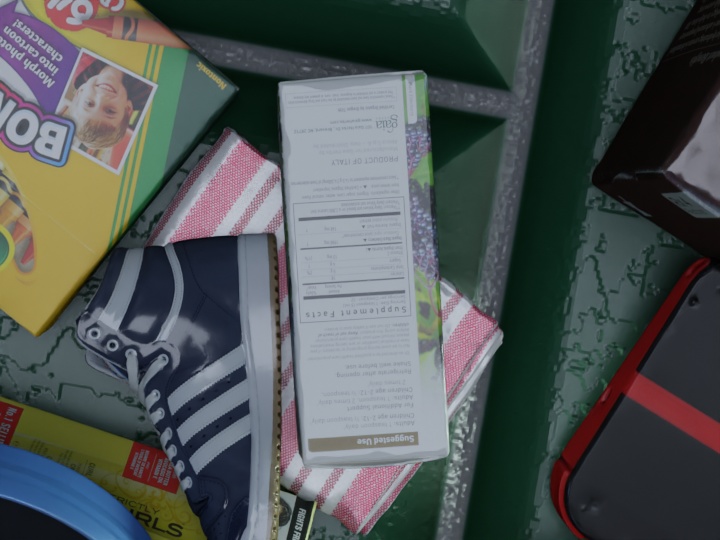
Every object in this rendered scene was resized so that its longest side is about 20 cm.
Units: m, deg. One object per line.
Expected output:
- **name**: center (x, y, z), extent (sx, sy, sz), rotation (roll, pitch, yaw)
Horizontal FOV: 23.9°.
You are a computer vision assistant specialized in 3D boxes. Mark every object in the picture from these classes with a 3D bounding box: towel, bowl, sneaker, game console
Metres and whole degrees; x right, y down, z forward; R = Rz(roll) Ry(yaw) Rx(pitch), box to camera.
- **towel**: center (-0.036, 0.035, 0.958), extent (0.199, 0.030, 0.147), rotation (36, 89, -2)
- **bowl**: center (-0.194, 0.164, 0.888), extent (0.199, 0.040, 0.202), rotation (6, 131, 7)
- **sneaker**: center (-0.096, 0.078, 0.893), extent (0.108, 0.070, 0.202), rotation (1, 72, -5)
- **game console**: center (0.226, 0.113, 0.966), extent (0.199, 0.031, 0.178), rotation (31, 99, -6)

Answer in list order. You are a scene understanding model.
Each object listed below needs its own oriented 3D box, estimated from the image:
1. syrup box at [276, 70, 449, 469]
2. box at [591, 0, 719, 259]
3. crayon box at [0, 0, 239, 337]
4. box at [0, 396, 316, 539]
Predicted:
- **syrup box**: center (0.000, 0.000, 0.905), extent (0.081, 0.079, 0.202), rotation (-4, 91, -3)
- **box**: center (0.255, -0.090, 0.906), extent (0.164, 0.166, 0.201), rotation (32, 90, -6)
- **crayon box**: center (-0.195, -0.095, 0.922), extent (0.200, 0.058, 0.173), rotation (40, 89, -5)
- **box**: center (-0.129, 0.134, 0.925), extent (0.199, 0.050, 0.076), rotation (19, 47, -4)
